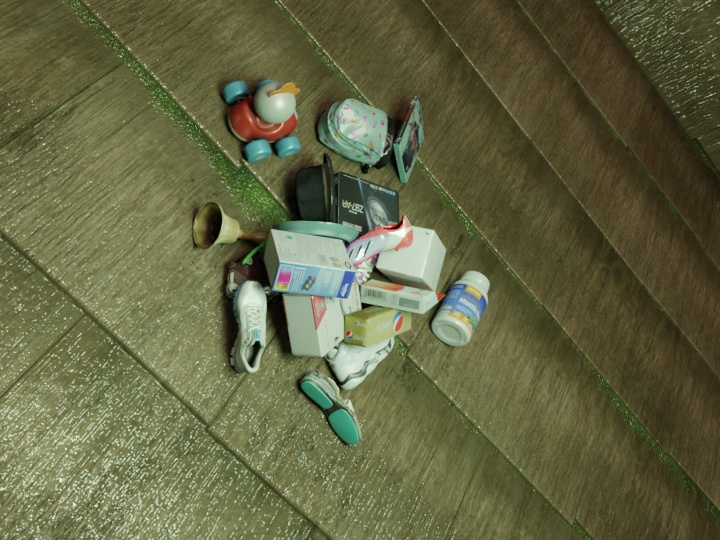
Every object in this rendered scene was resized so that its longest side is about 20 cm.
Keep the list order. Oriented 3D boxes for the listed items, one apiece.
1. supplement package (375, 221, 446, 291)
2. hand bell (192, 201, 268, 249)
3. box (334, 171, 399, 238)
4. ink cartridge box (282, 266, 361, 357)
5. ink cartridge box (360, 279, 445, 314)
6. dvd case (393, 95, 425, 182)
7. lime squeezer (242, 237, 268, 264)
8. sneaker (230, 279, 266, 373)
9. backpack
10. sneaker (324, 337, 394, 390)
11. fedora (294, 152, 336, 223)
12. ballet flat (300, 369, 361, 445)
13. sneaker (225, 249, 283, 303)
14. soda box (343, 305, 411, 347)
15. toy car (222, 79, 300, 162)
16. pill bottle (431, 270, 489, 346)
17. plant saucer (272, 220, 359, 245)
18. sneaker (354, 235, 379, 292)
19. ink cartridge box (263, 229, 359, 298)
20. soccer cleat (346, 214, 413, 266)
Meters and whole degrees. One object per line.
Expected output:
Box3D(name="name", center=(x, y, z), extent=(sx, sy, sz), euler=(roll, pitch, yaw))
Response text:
Box3D(name="supplement package", center=(0.129, -0.031, 1.702), extent=(0.200, 0.119, 0.122), euler=(39, 66, -71))
Box3D(name="hand bell", center=(-0.262, -0.082, 1.534), extent=(0.199, 0.104, 0.105), euler=(13, 66, -48))
Box3D(name="box", center=(0.012, -0.153, 1.783), extent=(0.199, 0.043, 0.161), euler=(15, 65, -34))
Box3D(name="ink cartridge box", center=(-0.080, 0.085, 1.541), extent=(0.200, 0.082, 0.147), euler=(-36, 122, -55))
Box3D(name="ink cartridge box", center=(0.109, 0.049, 1.671), extent=(0.200, 0.161, 0.050), euler=(-31, 128, -64))
Box3D(name="dvd case", center=(0.138, -0.367, 1.917), extent=(0.146, 0.022, 0.201), euler=(73, 31, -50))
Box3D(name="lime squeezer", center=(-0.203, -0.040, 1.536), extent=(0.200, 0.038, 0.071), euler=(5, 75, -56))
Box3D(name="sneaker", center=(-0.223, 0.120, 1.435), extent=(0.075, 0.087, 0.201), euler=(1, 92, -27))
Box3D(name="backpack", center=(-0.009, -0.365, 1.789), extent=(0.199, 0.126, 0.168), euler=(16, 68, -30))
Box3D(name="sneaker", center=(-0.004, 0.180, 1.631), extent=(0.200, 0.075, 0.115), euler=(-44, 105, -36))
Box3D(name="fedora", center=(-0.111, -0.180, 1.646), extent=(0.091, 0.201, 0.202), euler=(-4, 75, -7))
Box3D(name="ballet flat", center=(-0.054, 0.302, 1.557), extent=(0.201, 0.072, 0.072), euler=(53, 51, -13))
Box3D(name="sneaker", center=(-0.206, 0.008, 1.538), extent=(0.199, 0.076, 0.116), euler=(7, 66, -36))
Box3D(name="soda box", center=(0.043, 0.121, 1.598), extent=(0.200, 0.064, 0.068), euler=(-14, 108, -55))
Box3D(name="toy car", center=(-0.196, -0.381, 1.599), extent=(0.176, 0.200, 0.185), euler=(-17, 85, -40))
Box3D(name="pill bottle", center=(0.278, 0.097, 1.858), extent=(0.112, 0.112, 0.200), euler=(45, 53, -16))
Box3D(name="plant saucer", center=(-0.103, -0.079, 1.569), extent=(0.199, 0.200, 0.028), euler=(8, 79, -36))
Box3D(name="sneaker", center=(-0.001, 0.000, 1.675), extent=(0.072, 0.114, 0.202), euler=(23, 62, -31))
Box3D(name="ink cartridge box", center=(-0.095, -0.012, 1.457), extent=(0.199, 0.077, 0.137), euler=(6, 31, -20))
Box3D(name="soccer cleat", center=(0.025, -0.065, 1.574), extent=(0.199, 0.067, 0.077), euler=(-18, 111, -3))
